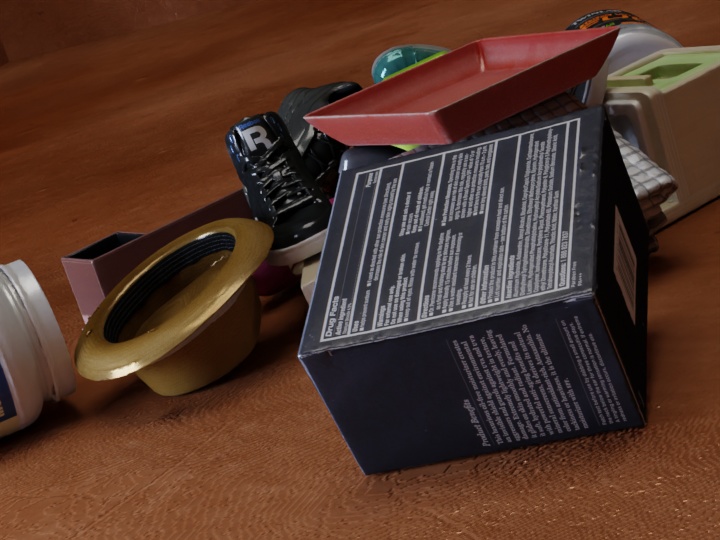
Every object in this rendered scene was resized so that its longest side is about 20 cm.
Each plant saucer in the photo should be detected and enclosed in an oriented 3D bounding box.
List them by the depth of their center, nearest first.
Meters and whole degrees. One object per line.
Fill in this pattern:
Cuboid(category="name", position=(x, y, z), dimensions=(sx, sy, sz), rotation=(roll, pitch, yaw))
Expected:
Cuboid(category="plant saucer", position=(0.084, -0.146, 1.480), dimensions=(0.199, 0.037, 0.199), rotation=(-26, 16, -28))

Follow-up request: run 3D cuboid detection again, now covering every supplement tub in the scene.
Cuboid(category="supplement tub", position=(-0.351, 0.084, 1.499), dimensions=(0.199, 0.146, 0.145), rotation=(-23, 17, -19))
Cuboid(category="supplement tub", position=(0.254, -0.191, 1.793), dimensions=(0.122, 0.123, 0.200), rotation=(-18, 16, 0))

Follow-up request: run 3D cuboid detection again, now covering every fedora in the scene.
Cuboid(category="fedora", position=(-0.140, 0.041, 1.502), dimensions=(0.200, 0.082, 0.201), rotation=(-27, 25, 14))

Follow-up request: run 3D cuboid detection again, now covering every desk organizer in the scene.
Cuboid(category="desk organizer", position=(-0.184, -0.014, 1.768), dimensions=(0.199, 0.077, 0.072), rotation=(-28, 19, -31))

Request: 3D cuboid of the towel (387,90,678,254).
Cuboid(category="towel", position=(0.124, -0.047, 1.424), dimensions=(0.199, 0.086, 0.166), rotation=(-25, 46, -22))

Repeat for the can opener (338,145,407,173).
Cuboid(category="can opener", position=(0.079, -0.060, 1.510), dimensions=(0.199, 0.067, 0.053), rotation=(8, 15, -5))

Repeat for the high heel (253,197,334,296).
Cuboid(category="high heel", position=(-0.040, -0.029, 1.682), dimensions=(0.096, 0.068, 0.200), rotation=(-21, -1, 30))

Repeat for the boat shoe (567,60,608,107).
Cuboid(category="boat shoe", position=(0.145, -0.110, 1.546), dimensions=(0.056, 0.201, 0.069), rotation=(12, 24, -35))

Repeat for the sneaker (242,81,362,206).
Cuboid(category="sneaker", position=(-0.052, -0.120, 1.789), dimensions=(0.090, 0.076, 0.201), rotation=(-17, 40, 38))

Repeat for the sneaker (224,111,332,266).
Cuboid(category="sneaker", position=(-0.076, -0.077, 1.566), dimensions=(0.073, 0.112, 0.200), rotation=(-27, 16, -4))

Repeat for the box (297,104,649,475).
Cuboid(category="box", position=(0.082, 0.013, 1.207), dimensions=(0.197, 0.124, 0.200), rotation=(-12, 37, 20))

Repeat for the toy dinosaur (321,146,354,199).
Cuboid(category="toy dinosaur", position=(0.014, -0.090, 1.834), dimensions=(0.199, 0.103, 0.136), rotation=(13, 46, 30))

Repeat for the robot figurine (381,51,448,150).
Cuboid(category="robot figurine", position=(0.084, -0.109, 1.661), dimensions=(0.116, 0.176, 0.200), rotation=(-36, -17, 28))

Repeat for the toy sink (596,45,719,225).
Cuboid(category="toy sink", position=(0.249, -0.117, 1.567), dimensions=(0.199, 0.113, 0.130), rotation=(-27, 18, -29))

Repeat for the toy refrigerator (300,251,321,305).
Cuboid(category="toy refrigerator", position=(0.000, 0.000, 1.538), dimensions=(0.076, 0.070, 0.200), rotation=(-24, 15, 7))

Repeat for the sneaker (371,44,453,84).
Cuboid(category="sneaker", position=(0.107, -0.164, 1.809), dimensions=(0.199, 0.072, 0.080), rotation=(20, 26, -16))
